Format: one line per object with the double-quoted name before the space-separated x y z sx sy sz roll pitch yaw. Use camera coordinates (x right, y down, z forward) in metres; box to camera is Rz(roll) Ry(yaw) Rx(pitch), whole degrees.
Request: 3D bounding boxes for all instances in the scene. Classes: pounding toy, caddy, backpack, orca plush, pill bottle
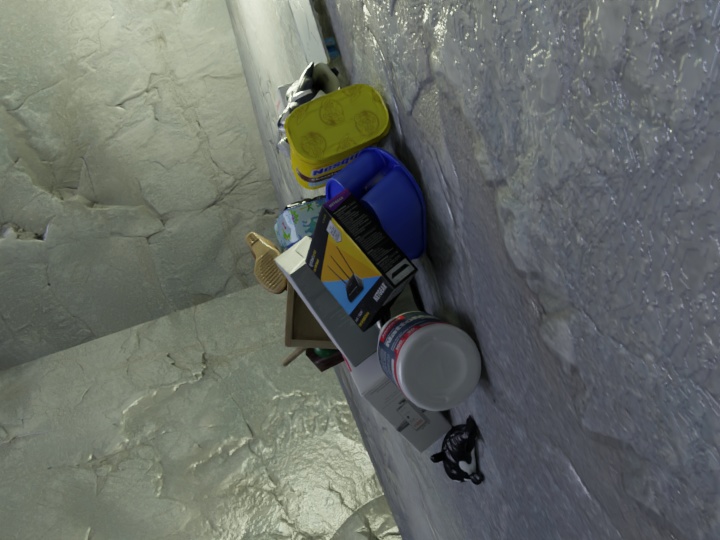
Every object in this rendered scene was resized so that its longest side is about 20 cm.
"pounding toy" -0.084 0.107 1.408 0.142 0.183 0.202 57 -144 -82
"caddy" 0.032 -0.085 0.982 0.141 0.105 0.201 36 152 31
"backpack" -0.083 -0.079 1.416 0.200 0.182 0.148 134 117 -78
"orca plush" 0.156 0.316 1.117 0.200 0.071 0.106 95 155 -68
"pill bottle" 0.089 0.123 0.985 0.200 0.119 0.120 -160 52 -78

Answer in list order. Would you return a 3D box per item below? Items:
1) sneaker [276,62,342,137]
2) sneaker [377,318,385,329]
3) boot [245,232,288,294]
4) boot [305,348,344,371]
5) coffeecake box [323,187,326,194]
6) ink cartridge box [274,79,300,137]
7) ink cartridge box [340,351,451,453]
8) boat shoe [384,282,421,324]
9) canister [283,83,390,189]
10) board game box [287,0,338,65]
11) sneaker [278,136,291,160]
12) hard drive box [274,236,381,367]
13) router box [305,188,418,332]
"sneaker" -0.077 -0.321 1.186 0.079 0.129 0.200 41 -148 -14
"sneaker" 0.052 0.127 1.373 0.087 0.075 0.201 54 161 45
"boot" -0.174 0.012 1.475 0.166 0.072 0.200 51 -177 -47
"boot" -0.015 0.198 1.498 0.064 0.199 0.187 97 153 -71
"coffeecake box" -0.026 -0.172 1.229 0.153 0.073 0.201 -158 50 -76
"ink cartridge box" -0.125 -0.315 1.508 0.146 0.084 0.201 -170 63 -79
"ink cartridge box" 0.065 0.218 1.227 0.200 0.083 0.147 49 -176 -32
"boat shoe" 0.072 0.076 1.155 0.063 0.071 0.201 -115 9 -90
"canister" -0.040 -0.199 1.037 0.200 0.148 0.087 130 116 -82
"board game box" -0.092 -0.457 1.211 0.200 0.026 0.201 -162 54 -79
"sneaker" -0.071 -0.250 1.357 0.075 0.114 0.200 46 -167 33
"hard drive box" -0.054 0.050 1.162 0.201 0.077 0.156 57 173 -19
"router box" -0.006 -0.007 0.957 0.149 0.051 0.200 50 157 10
